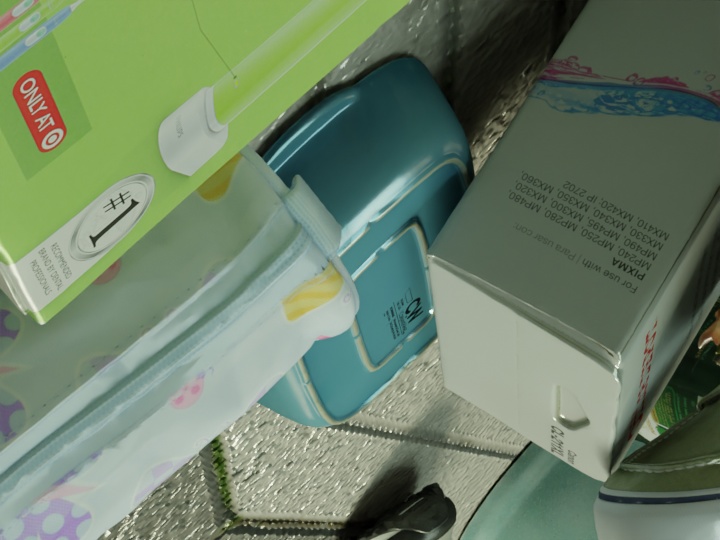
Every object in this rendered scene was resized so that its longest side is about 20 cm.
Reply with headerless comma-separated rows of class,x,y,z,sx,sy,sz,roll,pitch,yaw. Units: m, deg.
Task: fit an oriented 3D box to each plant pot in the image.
plant pot,0.178,0.175,1.253,0.200,0.134,0.201,-40,159,-19

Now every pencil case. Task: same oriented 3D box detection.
pencil case,-0.094,0.043,0.522,0.200,0.083,0.091,-41,-178,-17

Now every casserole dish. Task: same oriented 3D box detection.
casserole dish,0.000,0.000,0.701,0.121,0.039,0.200,-43,161,-11

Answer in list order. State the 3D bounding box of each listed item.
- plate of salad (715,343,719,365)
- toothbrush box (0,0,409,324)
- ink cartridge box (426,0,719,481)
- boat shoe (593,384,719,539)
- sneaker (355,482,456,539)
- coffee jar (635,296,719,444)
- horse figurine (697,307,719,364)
plate of salad,0.172,-0.035,0.651,0.200,0.048,0.201,-158,-90,-84
toothbrush box,-0.029,-0.107,0.367,0.200,0.086,0.146,-41,159,-13
ink cartridge box,0.111,-0.038,0.724,0.201,0.083,0.146,-56,163,-17
boat shoe,0.171,0.060,0.753,0.199,0.062,0.072,-16,-169,-32
sneaker,0.024,0.191,1.053,0.074,0.079,0.201,-31,153,-33
coffee jar,0.160,0.043,0.895,0.104,0.200,0.086,-39,120,-22
horse figurine,0.221,-0.034,0.736,0.133,0.050,0.200,-50,-163,-27
